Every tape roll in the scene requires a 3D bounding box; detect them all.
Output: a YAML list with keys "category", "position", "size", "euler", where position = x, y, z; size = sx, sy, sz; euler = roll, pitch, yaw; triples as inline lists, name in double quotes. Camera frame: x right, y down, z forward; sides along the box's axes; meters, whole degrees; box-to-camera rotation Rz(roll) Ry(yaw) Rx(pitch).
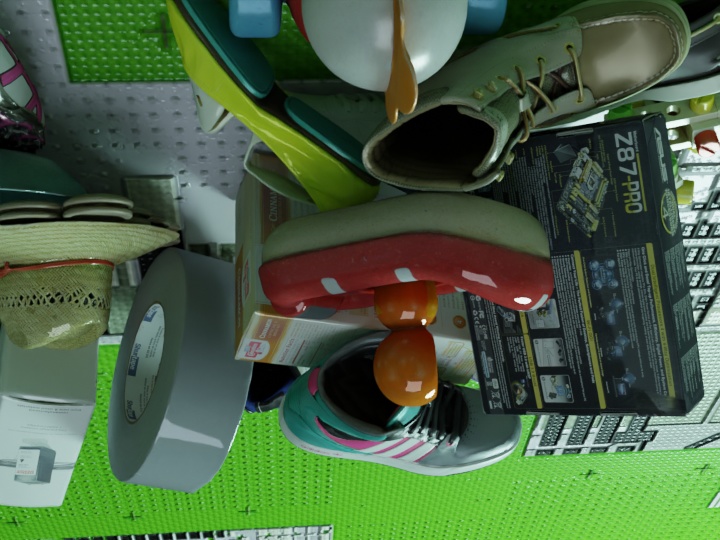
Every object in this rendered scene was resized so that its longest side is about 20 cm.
- category: "tape roll"
  position: [-0.157, 0.085, 0.921]
  size: [0.065, 0.203, 0.201]
  euler: [14, 139, -25]

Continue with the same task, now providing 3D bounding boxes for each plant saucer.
- category: "plant saucer"
  position: [-0.298, -0.061, 0.790]
  size: [0.196, 0.037, 0.200]
  euler: [-4, 175, 0]

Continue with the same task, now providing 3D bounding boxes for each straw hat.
- category: "straw hat"
  position: [-0.238, 0.018, 0.825]
  size: [0.197, 0.087, 0.201]
  euler: [-4, 175, 0]

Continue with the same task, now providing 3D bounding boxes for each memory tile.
- category: "memory tile"
  position: [-0.229, -0.034, 0.831]
  size: [0.150, 0.017, 0.200]
  euler: [-3, 174, 3]

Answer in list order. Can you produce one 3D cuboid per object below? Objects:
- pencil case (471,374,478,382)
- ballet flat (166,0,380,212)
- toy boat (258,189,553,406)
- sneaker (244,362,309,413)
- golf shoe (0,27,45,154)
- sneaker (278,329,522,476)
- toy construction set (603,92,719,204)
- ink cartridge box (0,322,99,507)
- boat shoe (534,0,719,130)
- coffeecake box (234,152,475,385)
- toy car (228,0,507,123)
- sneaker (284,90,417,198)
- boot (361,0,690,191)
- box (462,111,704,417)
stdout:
- category: "pencil case"
  position: [0.138, 0.009, 0.898]
  size: [0.083, 0.086, 0.203]
  euler: [-1, 117, -25]
- category: "ballet flat"
  position: [-0.071, -0.107, 0.736]
  size: [0.200, 0.067, 0.067]
  euler: [42, 114, -12]
- category: "toy boat"
  position: [0.032, 0.024, 0.712]
  size: [0.197, 0.133, 0.130]
  euler: [-10, 171, 28]
- category: "sneaker"
  position: [-0.084, 0.096, 1.015]
  size: [0.079, 0.117, 0.201]
  euler: [-9, 143, 7]
- category: "golf shoe"
  position: [-0.258, -0.138, 0.722]
  size: [0.071, 0.094, 0.200]
  euler: [-3, 166, -4]
- category: "sneaker"
  position: [0.042, 0.099, 0.810]
  size: [0.196, 0.085, 0.121]
  euler: [5, 155, -11]
- category: "toy construction set"
  position: [0.265, -0.092, 0.799]
  size: [0.196, 0.133, 0.093]
  euler: [-2, 144, -4]
- category: "ink cartridge box"
  position: [-0.295, 0.107, 0.977]
  size: [0.084, 0.147, 0.201]
  euler: [9, 141, -21]
- category: "boat shoe"
  position: [0.173, -0.150, 0.769]
  size: [0.198, 0.072, 0.061]
  euler: [-11, 120, 17]
- category: "coffeecake box"
  position: [0.000, 0.000, 0.866]
  size: [0.197, 0.155, 0.073]
  euler: [8, 144, -17]
- category: "toy car"
  position: [0.010, -0.157, 0.625]
  size: [0.181, 0.202, 0.178]
  euler: [-1, 143, -5]
- category: "sneaker"
  position: [0.015, -0.105, 0.815]
  size: [0.197, 0.077, 0.081]
  euler: [19, 113, -22]
- category: "boot"
  position: [0.107, -0.111, 0.678]
  size: [0.197, 0.155, 0.073]
  euler: [-11, 111, 24]
- category: "box"
  position: [0.146, 0.001, 0.754]
  size: [0.159, 0.203, 0.049]
  euler: [-5, -170, 38]
